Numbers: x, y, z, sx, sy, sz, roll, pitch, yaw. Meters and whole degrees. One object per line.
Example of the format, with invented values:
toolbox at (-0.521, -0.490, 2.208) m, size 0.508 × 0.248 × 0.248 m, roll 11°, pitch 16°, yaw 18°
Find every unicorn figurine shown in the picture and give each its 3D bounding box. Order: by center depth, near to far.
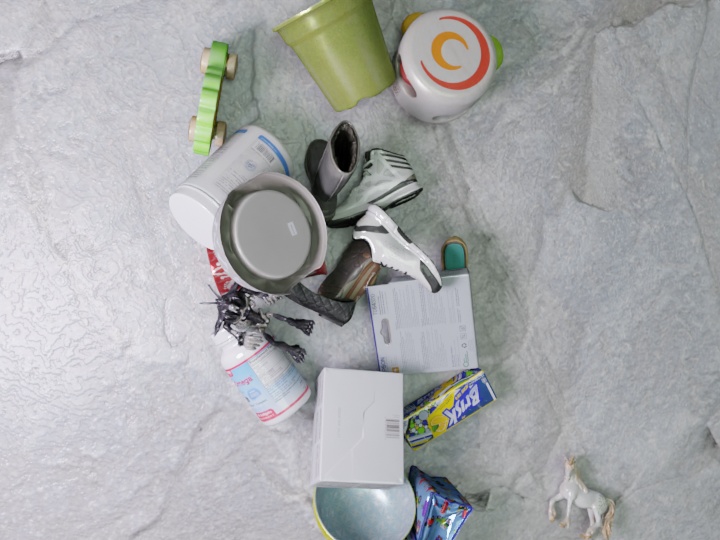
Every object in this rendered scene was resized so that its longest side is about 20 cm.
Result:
unicorn figurine at (0.459, 0.480, 1.441) m, size 0.199 × 0.074 × 0.138 m, roll 32°, pitch 77°, yaw -26°

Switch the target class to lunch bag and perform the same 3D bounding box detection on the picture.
lunch bag at (0.120, 0.509, 1.327) m, size 0.093 × 0.151 × 0.202 m, roll 23°, pitch 89°, yaw -11°

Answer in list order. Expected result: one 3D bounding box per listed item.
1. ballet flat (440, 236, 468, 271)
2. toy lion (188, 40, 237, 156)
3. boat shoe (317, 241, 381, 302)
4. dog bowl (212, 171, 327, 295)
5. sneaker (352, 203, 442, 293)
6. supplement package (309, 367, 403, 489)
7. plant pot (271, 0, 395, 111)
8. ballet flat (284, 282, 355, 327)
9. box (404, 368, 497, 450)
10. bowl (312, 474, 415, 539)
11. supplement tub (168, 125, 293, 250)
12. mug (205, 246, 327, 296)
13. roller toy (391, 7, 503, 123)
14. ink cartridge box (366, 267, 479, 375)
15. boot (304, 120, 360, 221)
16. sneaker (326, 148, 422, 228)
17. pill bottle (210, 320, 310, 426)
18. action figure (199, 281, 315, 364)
ballet flat at (0.190, 0.028, 1.352) m, size 0.068 × 0.063 × 0.202 m, roll 4°, pitch 109°, yaw 8°
toy lion at (-0.257, -0.298, 1.178) m, size 0.068 × 0.192 × 0.202 m, roll 10°, pitch 91°, yaw -12°
boat shoe at (0.000, 0.000, 1.318) m, size 0.200 × 0.076 × 0.072 m, roll -48°, pitch 132°, yaw -4°
dog bowl at (-0.151, -0.056, 1.114) m, size 0.199 × 0.058 × 0.202 m, roll 7°, pitch 79°, yaw -37°
sneaker at (0.066, -0.026, 1.251) m, size 0.200 × 0.074 × 0.080 m, roll 44°, pitch 83°, yaw 2°
supplement package at (-0.006, 0.296, 1.271) m, size 0.154 × 0.111 × 0.202 m, roll 6°, pitch 67°, yaw -12°
plant pot at (-0.030, -0.398, 1.232) m, size 0.199 × 0.200 × 0.185 m, roll -32°, pitch 110°, yaw -8°
ballet flat at (-0.092, 0.038, 1.219) m, size 0.199 × 0.066 × 0.057 m, roll 33°, pitch 82°, yaw -33°
box at (0.167, 0.272, 1.365) m, size 0.199 × 0.064 × 0.070 m, roll -30°, pitch 98°, yaw -8°
bowl at (0.000, 0.463, 1.310) m, size 0.198 × 0.201 × 0.108 m, roll 4°, pitch 136°, yaw -12°
supplement tub at (-0.221, -0.147, 1.194) m, size 0.132 × 0.132 × 0.200 m, roll 44°, pitch 60°, yaw -11°
mug at (-0.177, -0.044, 1.264) m, size 0.198 × 0.178 × 0.134 m, roll -16°, pitch 134°, yaw -6°
roller toy at (0.149, -0.379, 1.282) m, size 0.199 × 0.140 × 0.184 m, roll 26°, pitch 79°, yaw -7°
ink cartridge box at (0.122, 0.103, 1.328) m, size 0.198 × 0.043 × 0.198 m, roll -6°, pitch 108°, yaw 7°
boot at (-0.052, -0.200, 1.201) m, size 0.072 × 0.200 × 0.183 m, roll -6°, pitch 67°, yaw -10°
sneaker at (0.009, -0.162, 1.314) m, size 0.199 × 0.076 × 0.116 m, roll -24°, pitch 83°, yaw -8°
pill bottle at (-0.188, 0.178, 1.265) m, size 0.108 × 0.109 × 0.201 m, roll -35°, pitch 99°, yaw -7°
action figure at (-0.173, 0.082, 1.178) m, size 0.199 × 0.102 × 0.120 m, roll 26°, pitch 77°, yaw -22°
